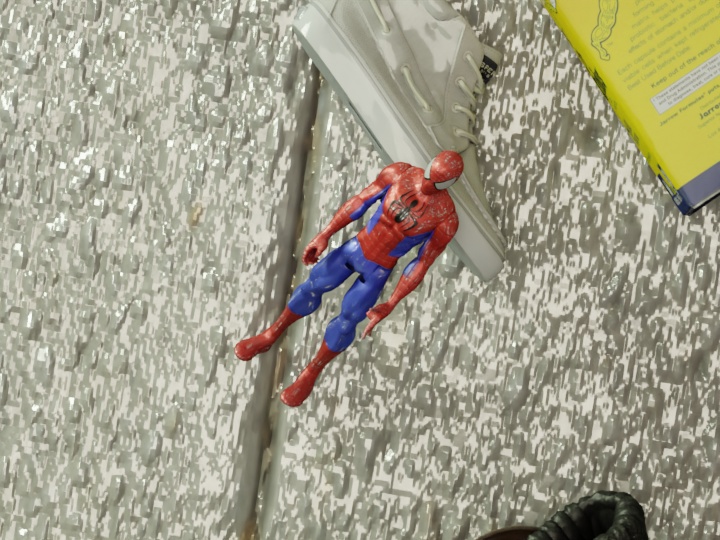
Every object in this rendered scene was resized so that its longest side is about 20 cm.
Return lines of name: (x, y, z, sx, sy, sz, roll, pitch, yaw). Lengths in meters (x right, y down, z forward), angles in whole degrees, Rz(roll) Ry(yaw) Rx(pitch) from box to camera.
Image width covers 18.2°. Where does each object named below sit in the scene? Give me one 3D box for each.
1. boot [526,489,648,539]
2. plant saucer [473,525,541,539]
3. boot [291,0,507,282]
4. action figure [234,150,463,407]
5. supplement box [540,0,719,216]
boot: (0.123, 0.243, 1.269, 0.079, 0.211, 0.158, -7, 122, 35)
plant saucer: (0.085, 0.250, 1.311, 0.032, 0.199, 0.202, -9, 87, 48)
boot: (0.051, -0.098, 1.357, 0.095, 0.074, 0.201, -35, 92, -3)
action figure: (0.000, 0.000, 1.328, 0.065, 0.052, 0.200, 46, 121, 10)
supplement box: (0.181, -0.145, 1.322, 0.109, 0.109, 0.201, -34, 85, 5)
